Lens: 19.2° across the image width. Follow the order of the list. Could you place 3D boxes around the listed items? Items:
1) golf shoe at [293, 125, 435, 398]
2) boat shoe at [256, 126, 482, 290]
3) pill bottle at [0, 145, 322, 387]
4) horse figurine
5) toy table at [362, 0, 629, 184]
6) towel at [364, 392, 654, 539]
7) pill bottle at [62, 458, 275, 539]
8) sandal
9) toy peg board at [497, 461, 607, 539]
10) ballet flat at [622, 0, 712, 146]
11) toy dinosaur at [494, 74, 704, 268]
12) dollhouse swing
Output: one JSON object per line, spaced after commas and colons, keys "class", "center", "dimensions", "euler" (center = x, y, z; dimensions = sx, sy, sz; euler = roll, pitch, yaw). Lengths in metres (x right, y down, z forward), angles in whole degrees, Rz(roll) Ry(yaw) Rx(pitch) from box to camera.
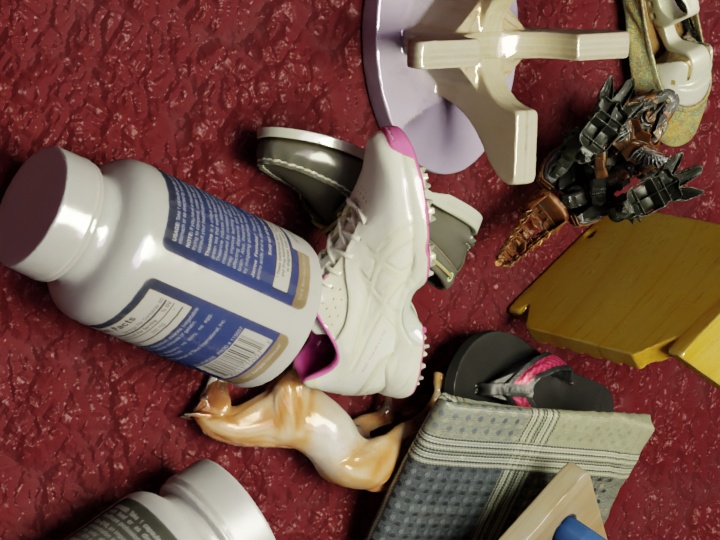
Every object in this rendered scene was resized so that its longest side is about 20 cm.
{"class": "golf shoe", "center": [0.000, 0.000, 1.431], "dimensions": [0.091, 0.075, 0.200], "euler": [-5, 115, -16]}
{"class": "boat shoe", "center": [0.003, -0.044, 1.490], "dimensions": [0.202, 0.072, 0.060], "euler": [25, 79, -38]}
{"class": "pill bottle", "center": [-0.132, -0.005, 1.380], "dimensions": [0.200, 0.111, 0.111], "euler": [26, 84, -35]}
{"class": "horse figurine", "center": [-0.017, 0.100, 1.515], "dimensions": [0.200, 0.050, 0.133], "euler": [39, 70, -30]}
{"class": "toy table", "center": [0.083, -0.163, 1.497], "dimensions": [0.184, 0.117, 0.200], "euler": [-19, 109, -30]}
{"class": "towel", "center": [0.101, 0.173, 1.577], "dimensions": [0.200, 0.035, 0.193], "euler": [8, 119, -31]}
{"class": "pill bottle", "center": [-0.156, 0.218, 1.400], "dimensions": [0.200, 0.114, 0.114], "euler": [-34, 115, -25]}
{"class": "sandal", "center": [0.138, 0.094, 1.604], "dimensions": [0.200, 0.045, 0.075], "euler": [19, 82, -44]}
{"class": "toy peg board", "center": [0.140, 0.279, 1.536], "dimensions": [0.200, 0.098, 0.199], "euler": [-46, 147, -19]}
{"class": "ballet flat", "center": [0.238, -0.186, 1.629], "dimensions": [0.071, 0.071, 0.200], "euler": [-25, 112, -28]}
{"class": "toy dinosaur", "center": [0.176, -0.067, 1.565], "dimensions": [0.102, 0.136, 0.200], "euler": [31, 68, -15]}
{"class": "dollhouse swing", "center": [0.259, 0.058, 1.603], "dimensions": [0.182, 0.200, 0.176], "euler": [-43, 120, -21]}
